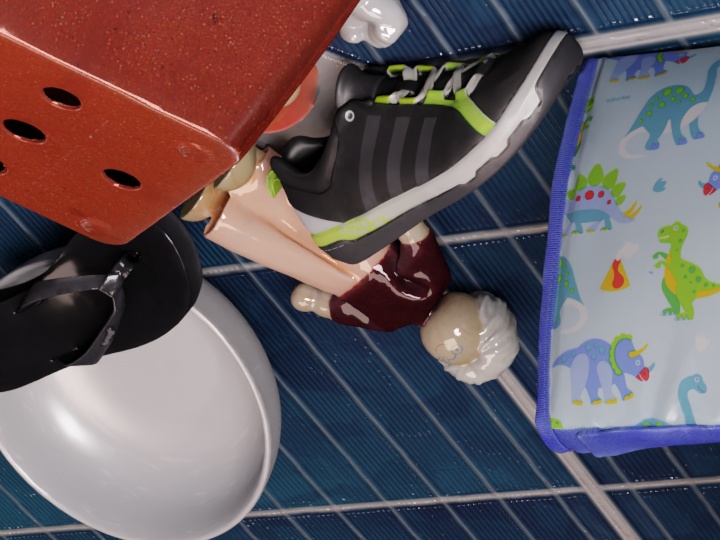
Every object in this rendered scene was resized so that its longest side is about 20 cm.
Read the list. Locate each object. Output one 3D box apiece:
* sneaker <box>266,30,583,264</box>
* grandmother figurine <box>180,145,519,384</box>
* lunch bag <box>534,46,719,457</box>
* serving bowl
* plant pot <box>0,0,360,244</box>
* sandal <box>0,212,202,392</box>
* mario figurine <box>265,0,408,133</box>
[{"bbox_3d":[0.023,-0.073,1.391,0.083,0.072,0.200,47,129,-9],"label":"sneaker"},{"bbox_3d":[0.000,0.000,1.523,0.200,0.061,0.121,31,153,-14],"label":"grandmother figurine"},{"bbox_3d":[0.180,-0.003,1.307,0.170,0.200,0.127,-7,139,31],"label":"lunch bag"},{"bbox_3d":[-0.131,0.063,1.641,0.200,0.066,0.200,13,127,19],"label":"serving bowl"},{"bbox_3d":[-0.102,-0.126,1.072,0.200,0.176,0.200,25,156,-19],"label":"plant pot"},{"bbox_3d":[-0.163,0.026,1.562,0.200,0.043,0.076,-30,104,38],"label":"sandal"},{"bbox_3d":[-0.042,-0.130,1.315,0.123,0.106,0.200,15,144,5],"label":"mario figurine"}]
